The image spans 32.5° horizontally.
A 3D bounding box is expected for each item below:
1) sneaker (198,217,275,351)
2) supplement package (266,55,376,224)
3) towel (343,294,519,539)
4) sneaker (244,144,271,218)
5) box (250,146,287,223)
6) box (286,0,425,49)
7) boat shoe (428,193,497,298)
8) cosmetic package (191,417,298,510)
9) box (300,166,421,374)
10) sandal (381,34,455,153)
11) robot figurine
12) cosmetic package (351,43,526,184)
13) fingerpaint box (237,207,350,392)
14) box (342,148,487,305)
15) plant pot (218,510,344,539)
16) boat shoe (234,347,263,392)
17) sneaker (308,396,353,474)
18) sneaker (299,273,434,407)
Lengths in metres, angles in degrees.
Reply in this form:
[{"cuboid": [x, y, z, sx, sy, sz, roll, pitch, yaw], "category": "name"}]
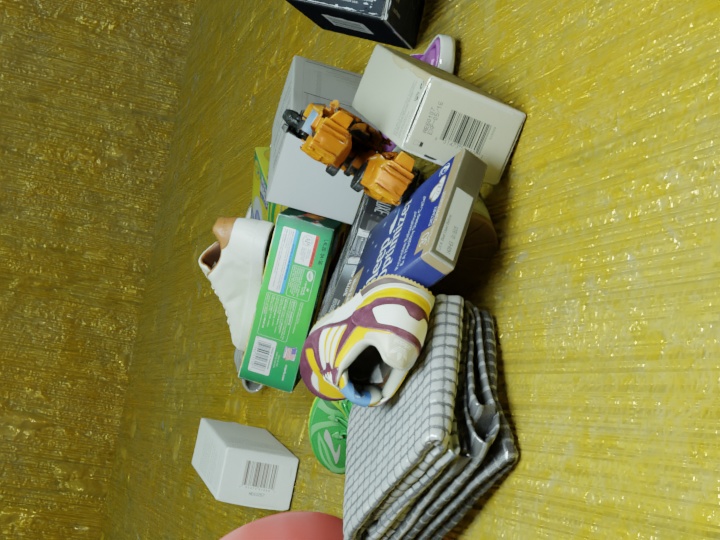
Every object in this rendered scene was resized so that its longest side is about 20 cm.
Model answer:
[{"cuboid": [-0.151, 0.011, 1.480, 0.073, 0.084, 0.202, -72, -6, -49], "category": "sneaker"}, {"cuboid": [-0.046, -0.161, 1.491, 0.201, 0.112, 0.110, -91, 19, -60], "category": "supplement package"}, {"cuboid": [0.057, 0.139, 1.065, 0.167, 0.085, 0.201, -85, 22, -46], "category": "towel"}, {"cuboid": [-0.108, -0.125, 1.767, 0.201, 0.078, 0.080, -58, 27, 19], "category": "sneaker"}, {"cuboid": [-0.113, -0.070, 1.617, 0.118, 0.048, 0.202, -113, 27, -54], "category": "box"}, {"cuboid": [0.011, -0.364, 1.347, 0.200, 0.122, 0.199, -3, -72, -79], "category": "box"}, {"cuboid": [0.065, 0.014, 1.156, 0.201, 0.073, 0.063, -54, 20, 31], "category": "boat shoe"}, {"cuboid": [-0.157, 0.256, 1.645, 0.200, 0.100, 0.075, -170, 93, -74], "category": "cosmetic package"}, {"cuboid": [0.000, 0.000, 1.320, 0.158, 0.049, 0.201, -75, 6, -57], "category": "box"}, {"cuboid": [0.050, -0.199, 1.357, 0.203, 0.049, 0.083, 127, 152, -58], "category": "sandal"}, {"cuboid": [-0.006, -0.117, 1.187, 0.059, 0.144, 0.200, -56, 11, 7], "category": "robot figurine"}, {"cuboid": [0.069, -0.152, 1.173, 0.074, 0.103, 0.200, -67, 20, 13], "category": "cosmetic package"}, {"cuboid": [-0.074, 0.026, 1.488, 0.167, 0.072, 0.202, -51, -23, -78], "category": "fingerpaint box"}, {"cuboid": [0.034, -0.012, 1.104, 0.200, 0.032, 0.122, -42, 22, 51], "category": "box"}, {"cuboid": [-0.060, 0.358, 1.149, 0.178, 0.198, 0.202, -115, 39, -49], "category": "plant pot"}, {"cuboid": [-0.139, 0.087, 1.746, 0.066, 0.071, 0.201, -107, 32, -49], "category": "boat shoe"}, {"cuboid": [-0.003, 0.140, 1.271, 0.084, 0.073, 0.201, -100, 26, -53], "category": "sneaker"}, {"cuboid": [-0.008, 0.082, 1.064, 0.200, 0.074, 0.091, -50, 17, 53], "category": "sneaker"}]
